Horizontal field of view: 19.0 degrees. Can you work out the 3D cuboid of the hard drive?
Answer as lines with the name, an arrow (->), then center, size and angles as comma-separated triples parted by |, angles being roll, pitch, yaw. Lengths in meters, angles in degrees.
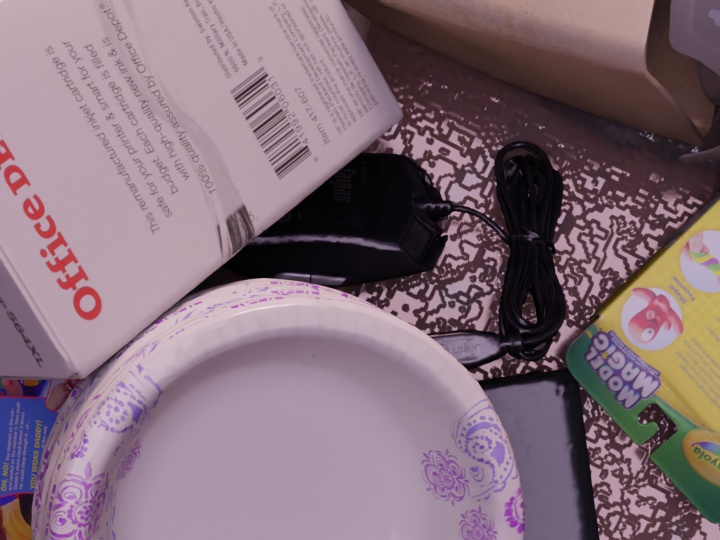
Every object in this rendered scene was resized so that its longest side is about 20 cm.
hard drive -> 0.048, 0.154, 1.027 | 0.138, 0.033, 0.202 | -7, 87, 1

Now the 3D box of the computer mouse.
computer mouse -> 0.000, 0.000, 1.004 | 0.198, 0.046, 0.141 | 1, 47, -6

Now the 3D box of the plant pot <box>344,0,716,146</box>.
plant pot -> 0.077, -0.183, 0.971 | 0.176, 0.200, 0.202 | 11, 87, 18

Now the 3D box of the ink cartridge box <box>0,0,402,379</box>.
ink cartridge box -> -0.101, -0.069, 0.904 | 0.200, 0.084, 0.147 | -39, 109, -29

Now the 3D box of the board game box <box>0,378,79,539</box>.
board game box -> -0.137, 0.110, 0.992 | 0.133, 0.045, 0.202 | 9, 97, 20

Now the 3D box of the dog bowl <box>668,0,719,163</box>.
dog bowl -> 0.185, -0.142, 0.947 | 0.058, 0.200, 0.202 | 11, 87, 18

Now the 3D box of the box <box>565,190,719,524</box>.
box -> 0.201, 0.014, 1.026 | 0.200, 0.048, 0.117 | -43, 87, -4

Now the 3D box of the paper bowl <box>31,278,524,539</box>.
paper bowl -> -0.038, 0.104, 0.905 | 0.199, 0.104, 0.203 | -2, 97, -14
